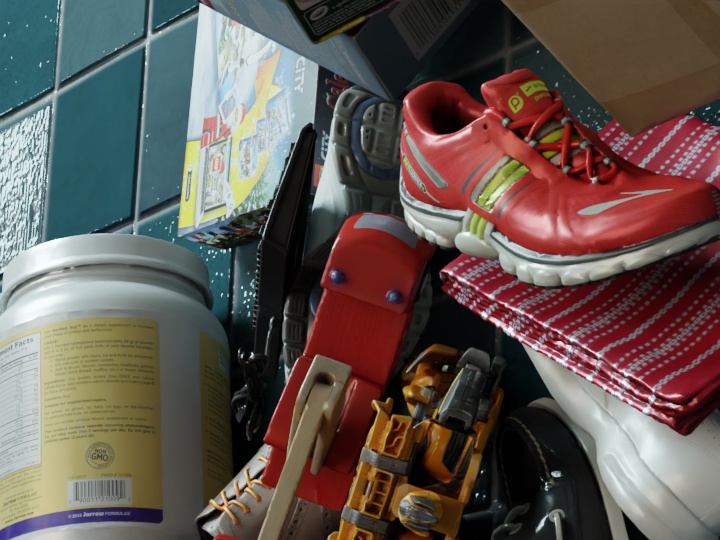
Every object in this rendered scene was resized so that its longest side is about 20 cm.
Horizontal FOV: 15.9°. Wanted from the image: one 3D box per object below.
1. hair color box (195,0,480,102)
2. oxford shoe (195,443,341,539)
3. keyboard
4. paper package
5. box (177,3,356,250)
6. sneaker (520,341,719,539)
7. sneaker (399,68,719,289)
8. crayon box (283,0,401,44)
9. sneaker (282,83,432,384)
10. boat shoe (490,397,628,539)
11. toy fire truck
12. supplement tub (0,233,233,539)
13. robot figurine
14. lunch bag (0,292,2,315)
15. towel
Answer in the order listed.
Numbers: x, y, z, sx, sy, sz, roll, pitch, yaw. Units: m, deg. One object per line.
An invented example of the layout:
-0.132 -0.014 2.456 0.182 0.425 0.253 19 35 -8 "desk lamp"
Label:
-0.029 -0.179 1.415 0.200 0.061 0.099 30 74 40 "hair color box"
-0.042 0.127 1.383 0.071 0.073 0.200 23 97 56 "oxford shoe"
-0.047 0.013 1.354 0.200 0.021 0.127 98 -175 -69 "keyboard"
0.178 -0.175 1.094 0.200 0.103 0.191 -23 29 50 "paper package"
-0.048 -0.123 1.516 0.137 0.038 0.200 -15 65 52 "box"
0.137 0.047 1.173 0.088 0.075 0.200 -43 38 10 "sneaker"
0.079 -0.045 1.138 0.200 0.077 0.085 14 118 50 "sneaker"
0.029 -0.233 1.345 0.200 0.058 0.173 -28 48 6 "crayon box"
0.000 0.000 1.369 0.087 0.074 0.200 112 173 -58 "sneaker"
0.091 0.140 1.181 0.074 0.060 0.200 99 158 -47 "boat shoe"
-0.020 0.071 1.228 0.141 0.049 0.200 -35 -36 -82 "toy fire truck"
-0.145 0.094 1.480 0.145 0.145 0.200 -32 52 46 "supplement tub"
0.027 0.099 1.224 0.200 0.058 0.145 -26 -46 -84 "robot figurine"
-0.205 0.074 1.647 0.151 0.094 0.200 -30 42 48 "lunch bag"
0.136 -0.010 1.160 0.145 0.022 0.200 -42 34 -12 "towel"
